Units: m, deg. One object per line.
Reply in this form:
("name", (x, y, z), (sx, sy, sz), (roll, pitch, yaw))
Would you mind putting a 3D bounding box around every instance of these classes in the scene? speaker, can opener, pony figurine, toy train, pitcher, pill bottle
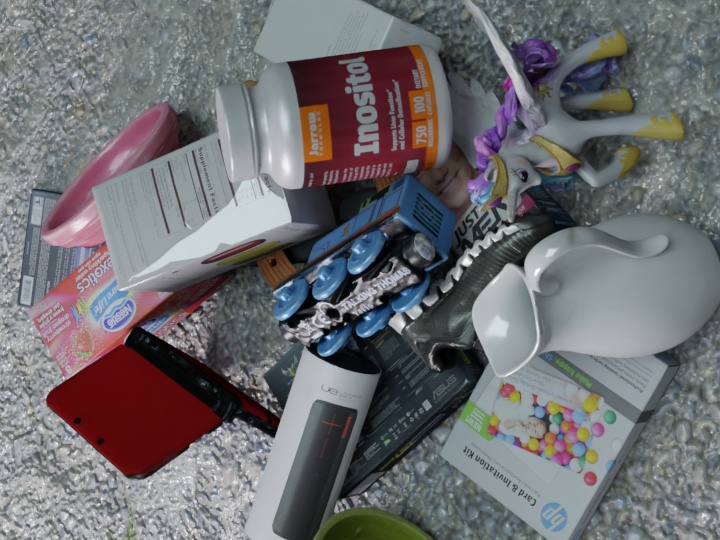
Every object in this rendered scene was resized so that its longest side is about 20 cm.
("speaker", (-0.047, 0.174, 1.362), (0.081, 0.081, 0.202), (25, 102, 30))
("can opener", (-0.034, -0.044, 1.435), (0.198, 0.053, 0.068), (-5, 88, 33))
("pony figurine", (0.158, -0.145, 1.240), (0.194, 0.198, 0.167), (62, 161, 24))
("toy train", (0.000, 0.000, 1.298), (0.199, 0.087, 0.115), (-32, 27, 39))
("pitcher", (0.211, 0.007, 1.174), (0.172, 0.198, 0.122), (112, 142, -58))
("pill bottle", (-0.025, -0.134, 1.243), (0.198, 0.113, 0.114), (-9, 81, -9))

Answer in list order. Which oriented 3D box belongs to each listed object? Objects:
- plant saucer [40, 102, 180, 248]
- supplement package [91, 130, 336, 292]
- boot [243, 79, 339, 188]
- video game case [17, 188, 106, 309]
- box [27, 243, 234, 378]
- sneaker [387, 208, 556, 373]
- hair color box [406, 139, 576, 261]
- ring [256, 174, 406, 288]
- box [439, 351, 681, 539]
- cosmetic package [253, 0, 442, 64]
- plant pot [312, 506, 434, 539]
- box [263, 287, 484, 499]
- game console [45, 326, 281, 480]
("plant saucer", (-0.266, -0.096, 1.530), (0.200, 0.201, 0.051), (-37, 111, 26))
("supplement package", (-0.143, -0.062, 1.367), (0.198, 0.114, 0.111), (-21, 81, 22))
("boot", (-0.086, -0.098, 1.461), (0.143, 0.071, 0.203), (18, 94, 31))
("video game case", (-0.320, -0.012, 1.635), (0.198, 0.019, 0.145), (10, 94, 31))
("box", (-0.251, 0.025, 1.526), (0.199, 0.100, 0.096), (-38, 76, 18))
("sneaker", (0.115, 0.026, 1.267), (0.200, 0.066, 0.091), (-41, 72, 31))
("hair color box", (0.104, -0.078, 1.347), (0.100, 0.060, 0.200), (-50, 64, 21))
("ring", (-0.030, -0.055, 1.389), (0.198, 0.019, 0.203), (1, 93, 32))
("box", (0.183, 0.131, 1.302), (0.155, 0.041, 0.201), (36, 108, 28))
("cosmetic package", (-0.016, -0.224, 1.387), (0.200, 0.074, 0.102), (40, 108, 49))
("plant pot", (-0.011, 0.365, 1.343), (0.201, 0.199, 0.185), (54, 126, 21))
("box", (0.012, 0.108, 1.403), (0.200, 0.051, 0.158), (-45, 67, 23))
("game console", (-0.190, 0.152, 1.421), (0.199, 0.172, 0.119), (29, 85, 46))
